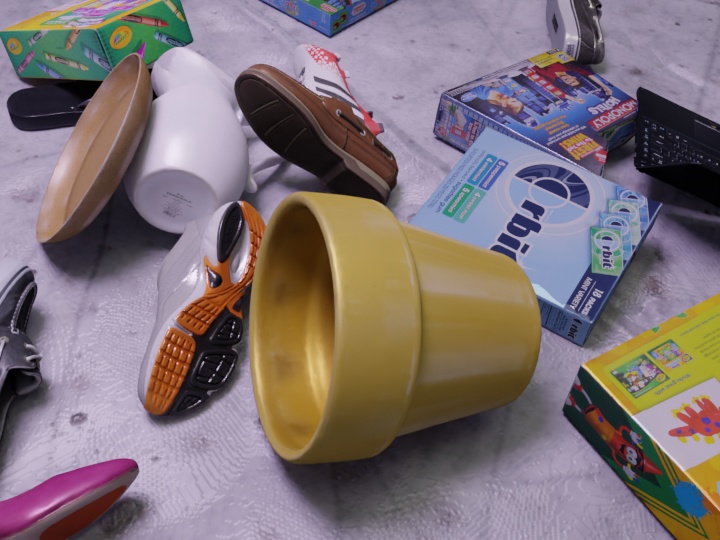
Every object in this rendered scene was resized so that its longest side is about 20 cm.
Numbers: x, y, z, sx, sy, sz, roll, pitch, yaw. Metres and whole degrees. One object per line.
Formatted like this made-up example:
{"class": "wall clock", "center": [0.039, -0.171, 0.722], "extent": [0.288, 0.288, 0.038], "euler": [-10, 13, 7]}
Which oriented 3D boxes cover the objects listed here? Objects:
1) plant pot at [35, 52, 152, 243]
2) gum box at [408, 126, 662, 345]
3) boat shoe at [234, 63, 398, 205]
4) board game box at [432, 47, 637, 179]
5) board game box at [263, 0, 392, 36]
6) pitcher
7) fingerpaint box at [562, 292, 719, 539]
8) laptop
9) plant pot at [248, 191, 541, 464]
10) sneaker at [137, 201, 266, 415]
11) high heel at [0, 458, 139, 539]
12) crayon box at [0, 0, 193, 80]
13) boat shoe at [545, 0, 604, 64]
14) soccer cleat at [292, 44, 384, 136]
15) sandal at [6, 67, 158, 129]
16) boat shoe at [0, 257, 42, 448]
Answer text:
{"class": "plant pot", "center": [-0.250, -0.113, 0.764], "extent": [0.027, 0.200, 0.200], "euler": [27, 38, -31]}
{"class": "gum box", "center": [0.171, -0.042, 0.802], "extent": [0.200, 0.045, 0.170], "euler": [29, 59, 19]}
{"class": "boat shoe", "center": [-0.042, -0.143, 0.820], "extent": [0.200, 0.072, 0.068], "euler": [42, 53, -26]}
{"class": "board game box", "center": [0.225, -0.158, 0.920], "extent": [0.200, 0.062, 0.200], "euler": [-26, 57, -28]}
{"class": "board game box", "center": [-0.034, -0.415, 1.150], "extent": [0.151, 0.037, 0.200], "euler": [33, 52, 24]}
{"class": "pitcher", "center": [-0.149, -0.124, 0.823], "extent": [0.171, 0.121, 0.200], "euler": [20, 40, -19]}
{"class": "fingerpaint box", "center": [0.301, 0.118, 0.662], "extent": [0.200, 0.073, 0.167], "euler": [-23, 52, -24]}
{"class": "laptop", "center": [0.392, -0.122, 0.844], "extent": [0.177, 0.103, 0.200], "euler": [23, 55, -10]}
{"class": "plant pot", "center": [0.029, 0.045, 0.633], "extent": [0.188, 0.201, 0.201], "euler": [2, 45, -24]}
{"class": "sneaker", "center": [-0.150, 0.034, 0.706], "extent": [0.092, 0.076, 0.200], "euler": [-8, 52, 41]}
{"class": "high heel", "center": [-0.263, 0.160, 0.564], "extent": [0.200, 0.067, 0.096], "euler": [-25, 65, -22]}
{"class": "crayon box", "center": [-0.305, -0.268, 0.919], "extent": [0.200, 0.058, 0.119], "euler": [13, 40, 37]}
{"class": "boat shoe", "center": [0.298, -0.352, 1.109], "extent": [0.063, 0.071, 0.200], "euler": [4, 55, -1]}
{"class": "soccer cleat", "center": [-0.048, -0.194, 0.923], "extent": [0.085, 0.069, 0.200], "euler": [-15, 55, -24]}
{"class": "sandal", "center": [-0.300, -0.204, 0.920], "extent": [0.200, 0.043, 0.076], "euler": [-17, 51, -20]}
{"class": "boat shoe", "center": [-0.292, 0.082, 0.646], "extent": [0.071, 0.072, 0.200], "euler": [12, 57, -7]}
